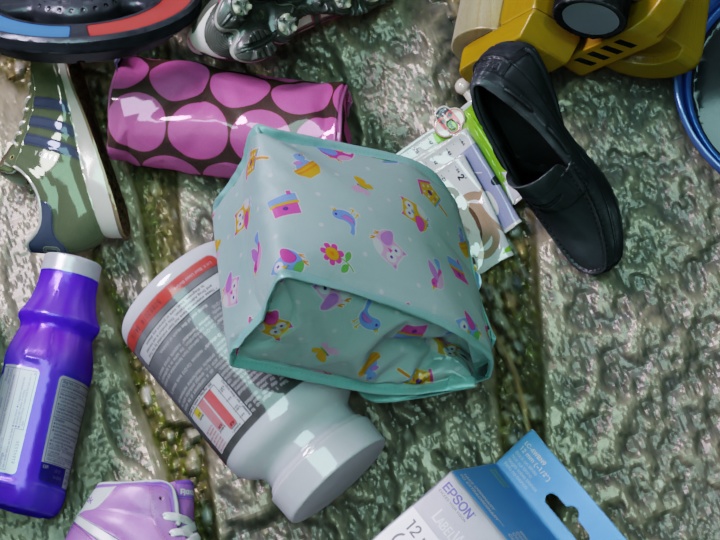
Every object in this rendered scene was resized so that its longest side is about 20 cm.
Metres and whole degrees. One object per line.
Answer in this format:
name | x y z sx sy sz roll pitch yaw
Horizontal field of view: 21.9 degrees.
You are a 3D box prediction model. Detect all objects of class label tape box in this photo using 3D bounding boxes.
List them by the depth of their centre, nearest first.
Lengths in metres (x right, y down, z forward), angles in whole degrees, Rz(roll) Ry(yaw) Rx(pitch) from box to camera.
label tape box | 0.089 0.227 1.368 0.200 0.066 0.143 -42 65 3

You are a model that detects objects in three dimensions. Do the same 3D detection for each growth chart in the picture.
growth chart | 0.052 -0.038 1.479 0.200 0.018 0.145 -40 77 -3

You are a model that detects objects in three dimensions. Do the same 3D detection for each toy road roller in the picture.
toy road roller | 0.180 -0.204 1.445 0.145 0.199 0.124 27 63 -29

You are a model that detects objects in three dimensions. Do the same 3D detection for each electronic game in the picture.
electronic game | -0.225 -0.213 1.477 0.198 0.200 0.042 4 118 7

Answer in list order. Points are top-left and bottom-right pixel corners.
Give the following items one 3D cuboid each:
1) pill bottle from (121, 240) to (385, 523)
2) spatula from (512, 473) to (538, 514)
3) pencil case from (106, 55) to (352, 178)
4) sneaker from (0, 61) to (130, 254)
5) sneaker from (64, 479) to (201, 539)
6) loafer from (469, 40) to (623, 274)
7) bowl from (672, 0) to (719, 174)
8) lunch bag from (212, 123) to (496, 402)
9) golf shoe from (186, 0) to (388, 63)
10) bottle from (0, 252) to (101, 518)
pill bottle | -0.080 0.085 1.413 0.116 0.116 0.200 -40 76 -4
spatula | 0.104 0.251 1.403 0.056 0.021 0.202 11 77 15
pencil case | -0.103 -0.123 1.484 0.198 0.091 0.094 10 44 6
sneaker | -0.256 -0.105 1.501 0.089 0.067 0.202 -20 74 2
sneaker | -0.128 0.222 1.411 0.199 0.073 0.115 22 77 11
loafer | 0.137 -0.076 1.412 0.070 0.068 0.202 -49 118 -42
bowl | 0.344 -0.149 1.462 0.199 0.039 0.203 -1 77 6
lunch bag | 0.000 0.000 1.375 0.198 0.122 0.171 13 42 -25
golf shoe | -0.053 -0.226 1.493 0.199 0.088 0.078 -29 104 -33
bottle | -0.245 0.088 1.446 0.065 0.084 0.202 9 79 9
